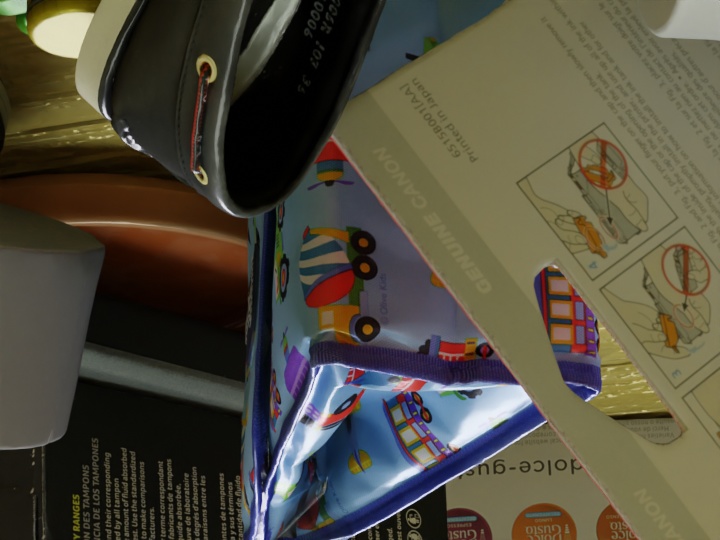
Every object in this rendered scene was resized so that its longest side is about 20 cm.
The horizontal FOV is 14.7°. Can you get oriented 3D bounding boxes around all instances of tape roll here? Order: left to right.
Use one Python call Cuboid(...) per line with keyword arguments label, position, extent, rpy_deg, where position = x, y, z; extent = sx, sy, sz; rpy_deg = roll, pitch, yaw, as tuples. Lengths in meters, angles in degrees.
Cuboid(label="tape roll", position=(-0.187, 0.002, 0.907), extent=(0.199, 0.066, 0.200), rpy_deg=(12, -176, -1))

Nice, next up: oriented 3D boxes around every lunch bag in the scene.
Cuboid(label="lunch bag", position=(0.000, 0.000, 0.925), extent=(0.094, 0.151, 0.200), rpy_deg=(5, 156, -16))

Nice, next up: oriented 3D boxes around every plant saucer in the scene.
Cuboid(label="plant saucer", position=(-0.106, 0.008, 1.089), extent=(0.199, 0.032, 0.200), rpy_deg=(-2, 158, -1))

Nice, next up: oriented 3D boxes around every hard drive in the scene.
Cuboid(label="hard drive", position=(-0.096, 0.055, 1.118), extent=(0.199, 0.033, 0.139), rpy_deg=(18, 150, -39))

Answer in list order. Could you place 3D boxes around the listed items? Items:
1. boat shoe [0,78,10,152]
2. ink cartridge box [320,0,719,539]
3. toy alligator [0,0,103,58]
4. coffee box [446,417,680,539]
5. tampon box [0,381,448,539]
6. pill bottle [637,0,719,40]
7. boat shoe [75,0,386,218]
Cuboid(label="boat shoe", position=(-0.182, -0.060, 0.876), extent=(0.073, 0.065, 0.200), rpy_deg=(-15, 154, 28))
Cuboid(label="ink cartridge box", position=(0.100, 0.003, 0.799), extent=(0.173, 0.200, 0.044), rpy_deg=(-34, 174, -32))
Cuboid(label="toy alligator", position=(-0.084, -0.085, 0.761), extent=(0.054, 0.060, 0.200), rpy_deg=(-10, 156, 17))
Cuboid(label="coffee box", position=(0.075, 0.200, 1.341), extent=(0.199, 0.199, 0.200), rpy_deg=(-3, 157, 4))
Cuboid(label="tampon box", position=(-0.083, 0.139, 1.112), extent=(0.199, 0.127, 0.150), rpy_deg=(15, 151, -35))
Cuboid(label="pill bottle", position=(0.178, -0.101, 0.753), extent=(0.199, 0.112, 0.111), rpy_deg=(1, 157, -6))
Cuboid(label="boat shoe", position=(-0.005, -0.105, 0.693), extent=(0.074, 0.063, 0.202), rpy_deg=(-16, 140, -51))
